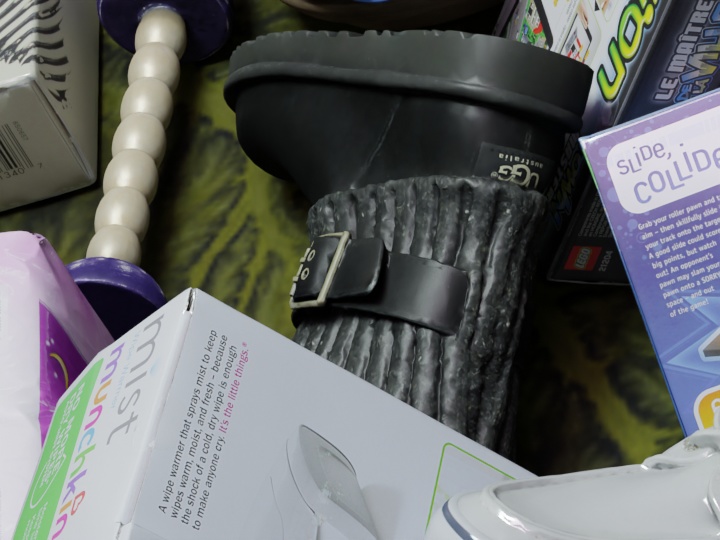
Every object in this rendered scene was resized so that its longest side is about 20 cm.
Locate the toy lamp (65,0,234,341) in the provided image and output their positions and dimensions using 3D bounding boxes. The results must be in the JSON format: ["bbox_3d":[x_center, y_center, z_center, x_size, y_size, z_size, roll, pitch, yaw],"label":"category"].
[{"bbox_3d":[-0.083,-0.060,1.045,0.058,0.058,0.201,-9,49,18],"label":"toy lamp"}]

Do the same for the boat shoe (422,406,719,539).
[{"bbox_3d":[0.111,0.068,0.758,0.199,0.066,0.074,4,23,-29],"label":"boat shoe"}]

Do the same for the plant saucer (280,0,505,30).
[{"bbox_3d":[0.048,-0.162,1.065,0.199,0.030,0.201,-23,35,17],"label":"plant saucer"}]

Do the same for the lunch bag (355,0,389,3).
[{"bbox_3d":[0.020,-0.210,0.987,0.200,0.132,0.136,-44,24,-15],"label":"lunch bag"}]

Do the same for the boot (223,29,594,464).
[{"bbox_3d":[-0.002,0.000,0.944,0.211,0.079,0.159,6,85,66],"label":"boot"}]

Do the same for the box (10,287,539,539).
[{"bbox_3d":[-0.019,0.138,0.753,0.097,0.176,0.201,-38,30,49],"label":"box"}]

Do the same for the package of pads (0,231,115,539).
[{"bbox_3d":[-0.112,0.098,0.879,0.075,0.121,0.201,-17,48,10],"label":"package of pads"}]

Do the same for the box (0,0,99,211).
[{"bbox_3d":[-0.154,-0.118,1.118,0.082,0.068,0.201,-16,48,11],"label":"box"}]

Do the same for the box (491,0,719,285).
[{"bbox_3d":[0.096,-0.104,0.916,0.035,0.200,0.110,3,44,-20],"label":"box"}]

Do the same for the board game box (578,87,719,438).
[{"bbox_3d":[0.185,-0.012,0.856,0.199,0.034,0.136,-20,76,6],"label":"board game box"}]
